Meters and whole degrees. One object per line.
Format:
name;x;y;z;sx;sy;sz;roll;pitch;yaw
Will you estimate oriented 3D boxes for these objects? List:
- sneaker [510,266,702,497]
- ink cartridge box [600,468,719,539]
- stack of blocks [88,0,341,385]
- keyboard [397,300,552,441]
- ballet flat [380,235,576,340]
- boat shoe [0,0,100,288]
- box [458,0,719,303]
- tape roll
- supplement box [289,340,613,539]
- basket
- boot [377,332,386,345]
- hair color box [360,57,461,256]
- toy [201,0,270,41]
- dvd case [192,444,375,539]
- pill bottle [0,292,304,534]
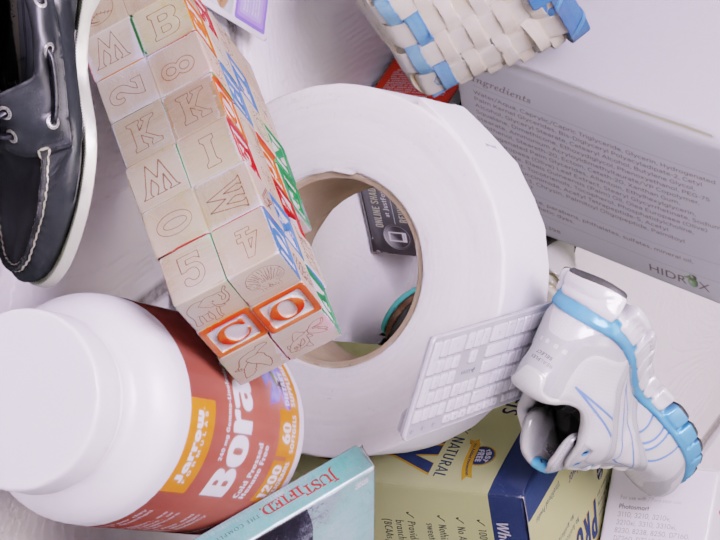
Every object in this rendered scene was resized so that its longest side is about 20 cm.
sneaker;0.123;0.081;1.417;0.087;0.075;0.200;-51;144;-14
ink cartridge box;0.184;0.187;1.540;0.115;0.067;0.201;48;49;-59
stack of blocks;-0.073;-0.046;1.307;0.115;0.058;0.201;53;13;-55
keyboard;0.076;0.046;1.369;0.200;0.011;0.057;-14;129;-60
ballet flat;0.094;0.016;1.675;0.200;0.068;0.068;-36;156;-39
boat shoe;-0.163;-0.092;1.224;0.066;0.074;0.201;0;104;-37
box;0.190;-0.126;1.622;0.200;0.199;0.172;-57;156;-27
tape roll;0.000;0.000;1.427;0.071;0.201;0.204;5;90;-64
supplement box;0.039;0.163;1.540;0.134;0.198;0.201;-54;141;-49
basket;0.080;-0.211;1.501;0.139;0.199;0.177;47;10;-44
boot;0.057;0.035;1.715;0.138;0.077;0.201;34;62;-57
hair color box;0.062;-0.106;1.711;0.200;0.061;0.102;-57;144;-45
toy;-0.076;-0.208;1.411;0.200;0.047;0.116;30;65;-64
dvd case;-0.055;0.189;1.399;0.145;0.022;0.201;-29;148;-22
pill bottle;-0.116;0.071;1.290;0.200;0.111;0.113;16;79;-65
